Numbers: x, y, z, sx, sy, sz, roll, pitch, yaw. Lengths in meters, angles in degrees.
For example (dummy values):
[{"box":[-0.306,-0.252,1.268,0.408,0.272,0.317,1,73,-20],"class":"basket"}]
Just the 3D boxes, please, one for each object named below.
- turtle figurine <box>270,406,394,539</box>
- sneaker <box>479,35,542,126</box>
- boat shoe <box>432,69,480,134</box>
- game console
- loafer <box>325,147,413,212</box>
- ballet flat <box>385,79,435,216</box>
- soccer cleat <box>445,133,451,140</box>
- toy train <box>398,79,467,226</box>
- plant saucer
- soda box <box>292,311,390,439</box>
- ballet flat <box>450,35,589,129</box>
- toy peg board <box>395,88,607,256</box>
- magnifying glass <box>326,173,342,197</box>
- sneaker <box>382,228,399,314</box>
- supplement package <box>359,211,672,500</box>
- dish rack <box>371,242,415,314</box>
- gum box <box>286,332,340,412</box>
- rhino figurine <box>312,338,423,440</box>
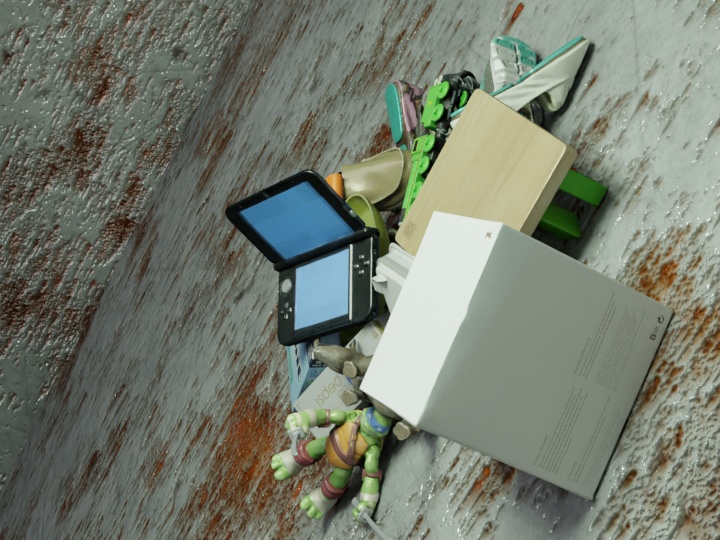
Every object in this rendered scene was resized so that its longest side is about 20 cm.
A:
[{"box":[-0.046,0.246,1.411,0.194,0.143,0.201,-46,25,48],"class":"turtle figurine"},{"box":[0.181,-0.199,1.454,0.091,0.077,0.201,115,169,-52],"class":"sneaker"},{"box":[0.134,-0.226,1.533,0.062,0.075,0.200,-15,19,10],"class":"boat shoe"},{"box":[-0.080,-0.010,1.461,0.199,0.118,0.172,-20,63,48],"class":"game console"},{"box":[0.009,-0.116,1.590,0.199,0.067,0.077,-27,61,50],"class":"loafer"},{"box":[0.076,-0.174,1.631,0.069,0.071,0.202,141,129,-65],"class":"ballet flat"},{"box":[0.108,-0.073,1.417,0.077,0.069,0.202,-16,61,43],"class":"soccer cleat"},{"box":[0.084,-0.137,1.400,0.056,0.041,0.202,-9,63,60],"class":"toy train"},{"box":[0.000,0.000,1.530,0.200,0.031,0.202,-175,90,-70],"class":"plant saucer"},{"box":[-0.003,0.138,1.488,0.068,0.063,0.200,52,128,15],"class":"soda box"},{"box":[0.199,-0.204,1.366,0.199,0.070,0.069,-32,19,-11],"class":"ballet flat"},{"box":[0.159,-0.066,1.272,0.201,0.097,0.199,-61,32,12],"class":"toy peg board"},{"box":[-0.033,-0.038,1.535,0.079,0.022,0.202,-29,54,43],"class":"magnifying glass"},{"box":[0.032,-0.028,1.593,0.201,0.067,0.090,-105,32,-48],"class":"sneaker"},{"box":[0.141,0.074,1.069,0.193,0.199,0.147,-66,22,-2],"class":"supplement package"},{"box":[0.072,0.067,1.304,0.043,0.173,0.200,-23,19,-13],"class":"dish rack"},{"box":[-0.071,0.085,1.623,0.200,0.044,0.171,110,156,-60],"class":"gum box"},{"box":[0.014,0.132,1.372,0.199,0.087,0.060,31,110,35],"class":"rhino figurine"}]
